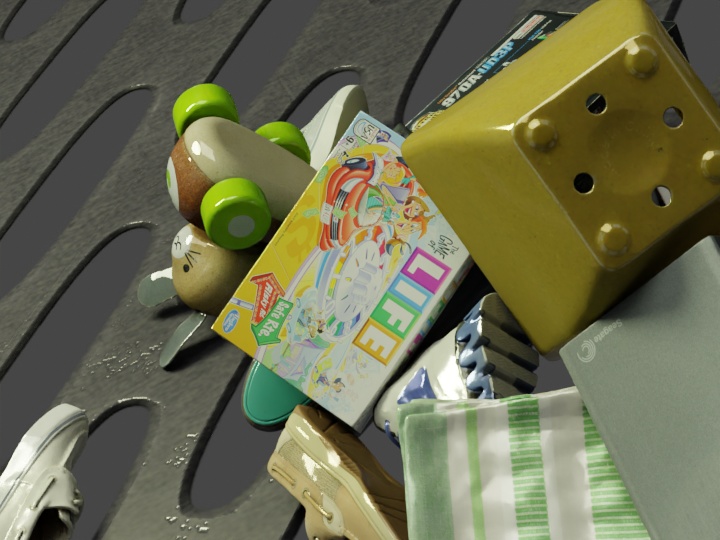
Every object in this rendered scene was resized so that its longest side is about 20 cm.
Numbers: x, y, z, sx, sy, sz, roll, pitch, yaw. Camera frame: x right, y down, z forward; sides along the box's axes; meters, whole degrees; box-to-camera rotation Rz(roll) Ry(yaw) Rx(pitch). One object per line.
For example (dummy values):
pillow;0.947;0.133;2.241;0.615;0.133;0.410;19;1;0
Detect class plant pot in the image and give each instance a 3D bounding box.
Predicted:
plant pot;0.164;-0.069;1.350;0.194;0.196;0.200;-35;0;-4

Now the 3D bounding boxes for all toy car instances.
toy car;-0.128;-0.021;1.679;0.200;0.157;0.165;-49;36;23

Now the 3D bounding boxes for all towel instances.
towel;0.128;0.148;1.314;0.198;0.023;0.154;-6;68;2

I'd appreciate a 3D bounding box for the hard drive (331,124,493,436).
hard drive;0.014;0.006;1.525;0.139;0.033;0.200;42;88;16

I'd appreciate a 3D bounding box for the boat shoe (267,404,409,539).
boat shoe;-0.003;0.173;1.410;0.065;0.071;0.200;-57;38;10

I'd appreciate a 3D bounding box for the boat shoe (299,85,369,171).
boat shoe;-0.048;-0.100;1.812;0.071;0.070;0.201;2;43;23

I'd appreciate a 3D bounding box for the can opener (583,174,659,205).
can opener;0.228;-0.019;1.521;0.066;0.054;0.201;-4;45;-26

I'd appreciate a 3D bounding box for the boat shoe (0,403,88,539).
boat shoe;-0.249;0.186;1.536;0.069;0.071;0.200;21;42;11

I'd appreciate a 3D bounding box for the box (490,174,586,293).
box;0.119;-0.032;1.639;0.200;0.049;0.158;-41;38;-26

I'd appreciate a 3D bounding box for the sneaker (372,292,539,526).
sneaker;0.069;0.124;1.428;0.115;0.080;0.200;-31;41;38

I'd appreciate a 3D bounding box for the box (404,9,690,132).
box;0.144;-0.135;1.600;0.158;0.046;0.200;12;46;46

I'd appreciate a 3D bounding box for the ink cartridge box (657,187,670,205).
ink cartridge box;0.326;-0.067;1.572;0.175;0.045;0.200;-19;33;3

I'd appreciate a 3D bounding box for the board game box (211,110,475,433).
board game box;0.000;0.000;1.486;0.134;0.034;0.201;33;85;15

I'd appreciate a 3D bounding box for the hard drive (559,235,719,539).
hard drive;0.221;0.099;1.253;0.139;0.033;0.201;-41;62;33

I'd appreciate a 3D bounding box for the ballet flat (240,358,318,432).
ballet flat;-0.026;0.042;1.588;0.073;0.073;0.201;25;84;49
